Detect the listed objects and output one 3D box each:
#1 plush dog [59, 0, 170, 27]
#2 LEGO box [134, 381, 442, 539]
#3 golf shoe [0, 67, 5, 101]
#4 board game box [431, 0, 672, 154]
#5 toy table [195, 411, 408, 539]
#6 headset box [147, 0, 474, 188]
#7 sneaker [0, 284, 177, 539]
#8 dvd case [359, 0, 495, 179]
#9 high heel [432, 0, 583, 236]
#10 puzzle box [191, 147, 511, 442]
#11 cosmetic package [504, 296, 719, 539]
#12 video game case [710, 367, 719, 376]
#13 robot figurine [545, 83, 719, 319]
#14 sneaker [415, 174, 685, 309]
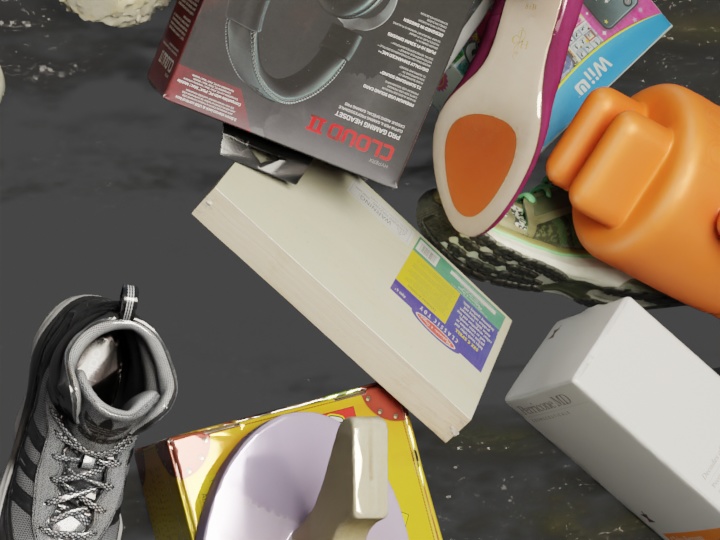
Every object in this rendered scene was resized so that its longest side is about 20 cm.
[{"bbox_3d":[-0.162,-0.270,1.158,0.199,0.160,0.172,30,43,-16],"label":"plush dog"},{"bbox_3d":[-0.030,0.178,1.144,0.148,0.077,0.201,-12,84,-24],"label":"LEGO box"},{"bbox_3d":[-0.286,-0.138,1.094,0.199,0.097,0.079,23,70,-18],"label":"golf shoe"},{"bbox_3d":[0.081,-0.183,1.270,0.147,0.064,0.200,-43,97,-22],"label":"board game box"},{"bbox_3d":[-0.016,0.172,1.046,0.183,0.117,0.201,-10,84,-23],"label":"toy table"},{"bbox_3d":[-0.022,-0.151,1.128,0.148,0.077,0.201,21,98,-18],"label":"headset box"},{"bbox_3d":[-0.153,0.104,1.089,0.075,0.114,0.201,12,75,-19],"label":"sneaker"},{"bbox_3d":[0.002,-0.176,1.180,0.150,0.025,0.201,33,95,-20],"label":"dvd case"},{"bbox_3d":[0.099,-0.120,1.172,0.067,0.096,0.201,23,111,18],"label":"high heel"},{"bbox_3d":[0.000,0.000,1.174,0.200,0.025,0.133,43,28,-6],"label":"puzzle box"},{"bbox_3d":[0.199,0.112,1.238,0.200,0.101,0.071,41,69,-9],"label":"cosmetic package"},{"bbox_3d":[0.304,0.120,1.224,0.181,0.200,0.026,42,71,-9],"label":"video game case"},{"bbox_3d":[0.209,-0.036,1.194,0.199,0.144,0.117,24,68,-28],"label":"robot figurine"},{"bbox_3d":[0.123,-0.033,1.254,0.199,0.077,0.089,15,73,-27],"label":"sneaker"}]
